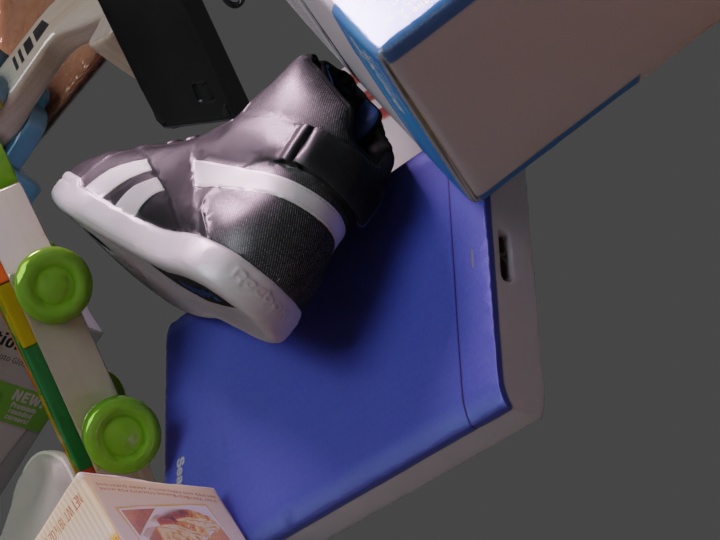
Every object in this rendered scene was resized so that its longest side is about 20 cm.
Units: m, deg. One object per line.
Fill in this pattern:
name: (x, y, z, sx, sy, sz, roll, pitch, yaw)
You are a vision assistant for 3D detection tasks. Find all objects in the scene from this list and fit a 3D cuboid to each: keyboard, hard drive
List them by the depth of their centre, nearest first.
hard drive: (-0.009, 0.038, 0.960, 0.200, 0.025, 0.132, -34, 46, 39)
keyboard: (-0.099, -0.159, 1.125, 0.021, 0.200, 0.127, -35, 19, -30)

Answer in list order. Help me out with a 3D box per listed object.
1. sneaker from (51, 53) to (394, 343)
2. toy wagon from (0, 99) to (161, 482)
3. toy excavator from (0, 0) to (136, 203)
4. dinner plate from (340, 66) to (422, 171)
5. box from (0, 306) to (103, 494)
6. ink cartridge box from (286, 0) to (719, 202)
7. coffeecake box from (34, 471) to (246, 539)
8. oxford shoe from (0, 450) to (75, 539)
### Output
sneaker: (-0.048, -0.039, 0.995, 0.112, 0.073, 0.200, -52, 29, -9)
toy wagon: (-0.139, 0.014, 1.066, 0.040, 0.200, 0.155, -25, 7, -9)
toy excavator: (-0.192, -0.095, 1.283, 0.200, 0.100, 0.194, -57, 35, -1)
dinner plate: (0.000, 0.000, 1.013, 0.200, 0.024, 0.200, -32, 47, 42)
box: (-0.242, 0.077, 1.183, 0.200, 0.156, 0.041, -56, 37, 14)
ink cartridge box: (0.043, -0.138, 0.940, 0.145, 0.084, 0.200, -38, 37, 0)
coffeecake box: (-0.075, 0.201, 0.909, 0.154, 0.073, 0.200, -56, 48, 22)
oxford shoe: (-0.168, 0.175, 1.111, 0.075, 0.058, 0.200, -13, 59, 53)
